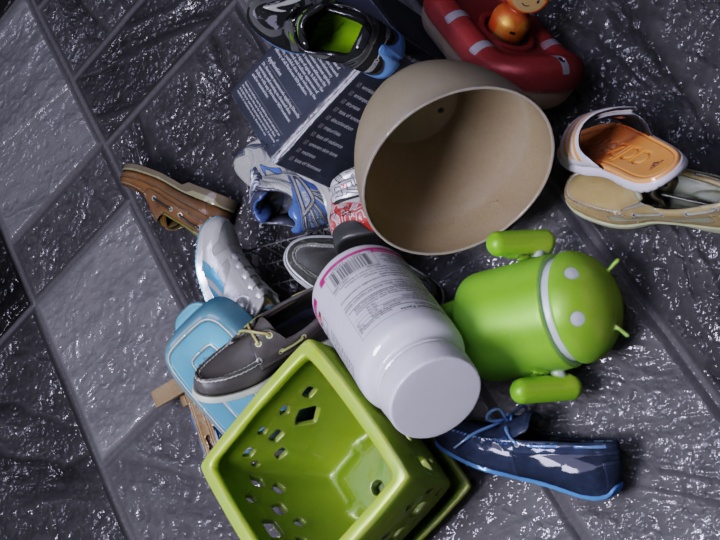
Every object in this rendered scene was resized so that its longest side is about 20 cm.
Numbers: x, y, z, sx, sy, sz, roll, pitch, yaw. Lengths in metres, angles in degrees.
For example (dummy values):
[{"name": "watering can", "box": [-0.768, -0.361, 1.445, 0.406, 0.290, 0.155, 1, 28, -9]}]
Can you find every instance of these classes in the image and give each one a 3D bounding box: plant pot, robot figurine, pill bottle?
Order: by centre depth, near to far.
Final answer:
[{"name": "pill bottle", "box": [0.035, 0.069, 1.195, 0.113, 0.113, 0.200, -52, 37, 14]}, {"name": "plant pot", "box": [0.077, -0.135, 1.210, 0.200, 0.200, 0.135, -44, 42, 18]}, {"name": "robot figurine", "box": [0.175, 0.047, 1.211, 0.200, 0.116, 0.176, -15, 75, 33]}, {"name": "plant pot", "box": [-0.014, 0.217, 1.263, 0.200, 0.181, 0.199, -49, 56, 15]}]

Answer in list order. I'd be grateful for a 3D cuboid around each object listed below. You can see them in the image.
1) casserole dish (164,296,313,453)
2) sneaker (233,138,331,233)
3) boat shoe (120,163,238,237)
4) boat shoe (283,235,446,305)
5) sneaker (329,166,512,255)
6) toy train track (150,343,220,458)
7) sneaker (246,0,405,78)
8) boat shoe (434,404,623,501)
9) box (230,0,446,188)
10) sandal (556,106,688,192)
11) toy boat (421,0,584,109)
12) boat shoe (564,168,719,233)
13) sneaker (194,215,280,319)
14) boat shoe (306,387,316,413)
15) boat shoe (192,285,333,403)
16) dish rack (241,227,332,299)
[{"name": "casserole dish", "box": [-0.142, 0.123, 1.347, 0.121, 0.039, 0.200, -42, 85, 21]}, {"name": "sneaker", "box": [-0.106, -0.100, 1.448, 0.200, 0.085, 0.077, 29, 140, 45]}, {"name": "boat shoe", "box": [-0.253, -0.089, 1.582, 0.200, 0.072, 0.068, 20, 89, 38]}, {"name": "boat shoe", "box": [0.000, 0.000, 1.348, 0.200, 0.064, 0.071, 17, 78, 19]}, {"name": "sneaker", "box": [0.063, -0.079, 1.323, 0.201, 0.067, 0.108, -9, 55, 2]}, {"name": "toy train track", "box": [-0.194, 0.177, 1.500, 0.115, 0.033, 0.200, -29, 68, 19]}, {"name": "sneaker", "box": [-0.043, -0.251, 1.214, 0.199, 0.083, 0.071, 27, 94, 37]}, {"name": "boat shoe", "box": [0.172, 0.171, 1.211, 0.200, 0.084, 0.069, 10, 103, 23]}, {"name": "box", "box": [0.000, -0.201, 1.348, 0.197, 0.200, 0.124, -43, 58, 19]}, {"name": "sandal", "box": [0.253, -0.132, 1.182, 0.079, 0.059, 0.207, -35, 21, -6]}, {"name": "toy boat", "box": [0.163, -0.266, 1.277, 0.200, 0.130, 0.131, 57, 140, 30]}, {"name": "boat shoe", "box": [0.286, -0.081, 1.189, 0.200, 0.076, 0.072, 4, 81, 37]}, {"name": "sneaker", "box": [-0.139, 0.028, 1.409, 0.081, 0.076, 0.200, -19, 76, 22]}, {"name": "boat shoe", "box": [-0.036, 0.122, 1.375, 0.200, 0.066, 0.070, -36, 57, 18]}, {"name": "boat shoe", "box": [-0.098, 0.074, 1.281, 0.072, 0.201, 0.061, 29, 135, 40]}, {"name": "dish rack", "box": [-0.092, 0.033, 1.448, 0.200, 0.055, 0.154, -15, 71, 30]}]
